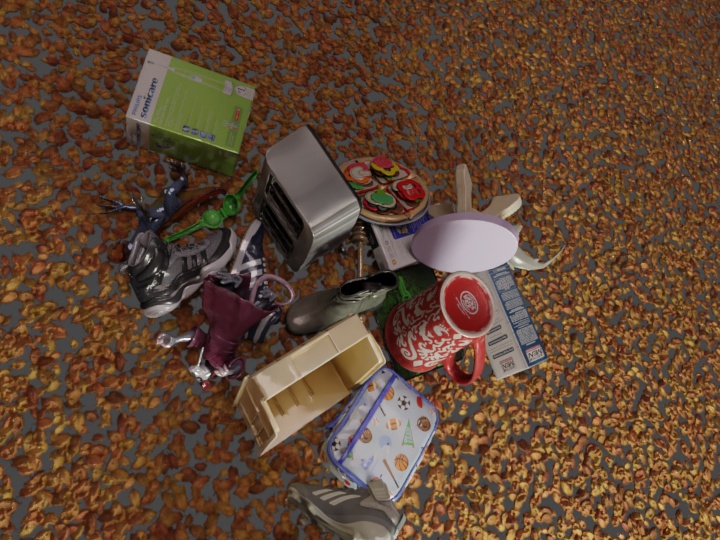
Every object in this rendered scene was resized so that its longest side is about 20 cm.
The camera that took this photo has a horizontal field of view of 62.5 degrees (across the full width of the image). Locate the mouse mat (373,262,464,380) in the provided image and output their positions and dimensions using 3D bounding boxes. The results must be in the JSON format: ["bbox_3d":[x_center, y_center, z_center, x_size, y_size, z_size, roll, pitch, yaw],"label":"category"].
[{"bbox_3d":[0.103,0.092,1.125,0.156,0.008,0.206,-14,77,-26],"label":"mouse mat"}]

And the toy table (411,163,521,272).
[{"bbox_3d":[0.197,-0.085,1.094,0.193,0.187,0.119,5,48,20],"label":"toy table"}]

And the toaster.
[{"bbox_3d":[-0.094,-0.112,1.027,0.117,0.181,0.203,-32,82,-26],"label":"toaster"}]

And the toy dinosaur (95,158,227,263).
[{"bbox_3d":[-0.330,-0.087,0.977,0.195,0.104,0.187,22,83,-26],"label":"toy dinosaur"}]

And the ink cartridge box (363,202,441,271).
[{"bbox_3d":[0.101,-0.065,1.152,0.196,0.037,0.097,-19,84,-36],"label":"ink cartridge box"}]

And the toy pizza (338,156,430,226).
[{"bbox_3d":[0.043,-0.163,1.140,0.193,0.032,0.204,8,46,-8],"label":"toy pizza"}]

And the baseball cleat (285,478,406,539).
[{"bbox_3d":[-0.019,0.353,0.895,0.196,0.071,0.106,16,45,36],"label":"baseball cleat"}]

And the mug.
[{"bbox_3d":[0.156,0.096,1.027,0.173,0.200,0.137,26,62,-10],"label":"mug"}]

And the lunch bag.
[{"bbox_3d":[0.029,0.275,0.987,0.159,0.076,0.201,40,60,-1],"label":"lunch bag"}]

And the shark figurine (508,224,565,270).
[{"bbox_3d":[0.318,-0.051,1.199,0.209,0.091,0.129,25,32,-5],"label":"shark figurine"}]

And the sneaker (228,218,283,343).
[{"bbox_3d":[-0.171,0.022,1.003,0.105,0.070,0.206,18,71,-9],"label":"sneaker"}]

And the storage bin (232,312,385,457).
[{"bbox_3d":[-0.083,0.174,0.910,0.197,0.199,0.095,-29,77,-28],"label":"storage bin"}]

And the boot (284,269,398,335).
[{"bbox_3d":[-0.037,0.045,1.001,0.194,0.131,0.070,-18,76,-11],"label":"boot"}]

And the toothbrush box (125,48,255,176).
[{"bbox_3d":[-0.300,-0.279,1.058,0.194,0.086,0.150,16,65,-17],"label":"toothbrush box"}]

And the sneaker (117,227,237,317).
[{"bbox_3d":[-0.289,-0.029,0.947,0.200,0.074,0.116,-46,127,-26],"label":"sneaker"}]

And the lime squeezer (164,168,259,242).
[{"bbox_3d":[-0.245,-0.100,1.026,0.197,0.071,0.038,-36,98,1],"label":"lime squeezer"}]

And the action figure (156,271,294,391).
[{"bbox_3d":[-0.212,0.093,0.915,0.132,0.204,0.148,35,26,16],"label":"action figure"}]

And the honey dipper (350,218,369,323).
[{"bbox_3d":[0.000,0.000,1.105,0.037,0.038,0.207,6,72,-19],"label":"honey dipper"}]

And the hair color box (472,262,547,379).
[{"bbox_3d":[0.271,0.094,1.138,0.059,0.100,0.206,-13,76,-28],"label":"hair color box"}]
